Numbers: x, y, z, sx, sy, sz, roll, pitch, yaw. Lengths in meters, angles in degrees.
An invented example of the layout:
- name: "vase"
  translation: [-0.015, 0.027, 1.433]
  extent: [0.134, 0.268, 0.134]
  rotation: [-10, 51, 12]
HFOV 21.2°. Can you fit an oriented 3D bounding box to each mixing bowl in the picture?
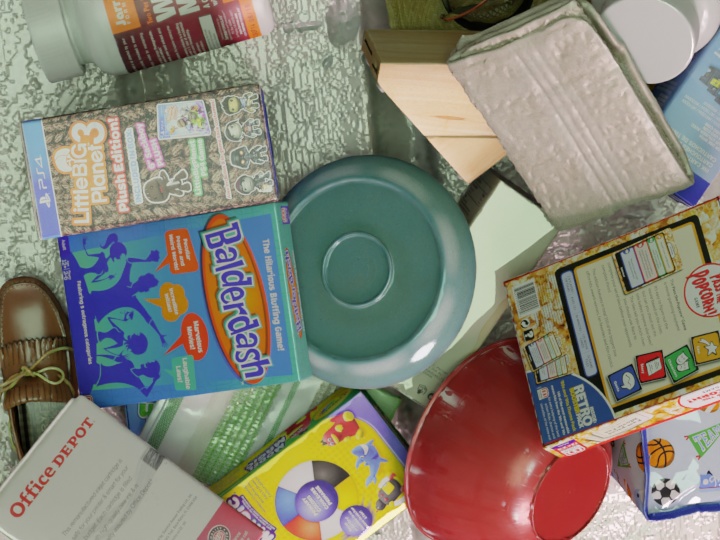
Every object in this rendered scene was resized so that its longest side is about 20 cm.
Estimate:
- name: "mixing bowl"
  translation: [0.146, 0.169, 1.664]
  extent: [0.199, 0.108, 0.202]
  rotation: [-20, 123, -35]

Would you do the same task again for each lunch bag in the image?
- name: "lunch bag"
  translation: [0.275, 0.095, 1.678]
  extent: [0.123, 0.170, 0.202]
  rotation: [-8, 99, -6]

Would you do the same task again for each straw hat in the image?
- name: "straw hat"
  translation: [0.104, -0.254, 1.644]
  extent: [0.199, 0.085, 0.202]
  rotation: [-8, 124, -11]

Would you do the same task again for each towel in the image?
- name: "towel"
  translation: [0.170, -0.126, 1.557]
  extent: [0.132, 0.035, 0.201]
  rotation: [-19, 121, 30]
- name: "towel"
  translation: [-0.081, 0.133, 1.704]
  extent: [0.199, 0.031, 0.150]
  rotation: [26, 101, -13]

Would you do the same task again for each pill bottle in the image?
- name: "pill bottle"
  translation: [0.252, -0.243, 1.591]
  extent: [0.110, 0.201, 0.112]
  rotation: [11, 132, 13]
- name: "pill bottle"
  translation: [-0.179, -0.228, 1.624]
  extent: [0.198, 0.110, 0.110]
  rotation: [-16, 101, -1]

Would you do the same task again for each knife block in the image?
- name: "knife block"
  translation: [0.123, -0.168, 1.614]
  extent: [0.175, 0.064, 0.200]
  rotation: [-38, 123, 10]

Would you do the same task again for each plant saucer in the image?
- name: "plant saucer"
  translation: [0.000, 0.000, 1.640]
  extent: [0.198, 0.027, 0.202]
  rotation: [-1, 86, 19]

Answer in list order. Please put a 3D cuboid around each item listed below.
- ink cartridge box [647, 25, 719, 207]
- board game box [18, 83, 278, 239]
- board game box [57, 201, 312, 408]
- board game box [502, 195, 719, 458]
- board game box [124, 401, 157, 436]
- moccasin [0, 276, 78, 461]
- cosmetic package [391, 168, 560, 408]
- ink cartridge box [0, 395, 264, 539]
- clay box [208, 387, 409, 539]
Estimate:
- name: "ink cartridge box"
  translation: [0.284, -0.135, 1.654]
  extent: [0.076, 0.136, 0.201]
  rotation: [32, 97, -6]
- name: "board game box"
  translation: [-0.173, -0.093, 1.619]
  extent: [0.198, 0.159, 0.098]
  rotation: [-9, 94, -1]
- name: "board game box"
  translation: [-0.150, 0.031, 1.638]
  extent: [0.198, 0.045, 0.154]
  rotation: [-9, 90, 13]
- name: "board game box"
  translation: [0.227, 0.047, 1.564]
  extent: [0.199, 0.046, 0.153]
  rotation: [-22, 64, 22]
- name: "board game box"
  translation: [-0.143, 0.052, 1.712]
  extent: [0.150, 0.037, 0.202]
  rotation: [-7, 100, -4]
- name: "moccasin"
  translation: [-0.286, 0.107, 1.693]
  extent: [0.073, 0.078, 0.203]
  rotation: [-1, 100, -3]
- name: "cosmetic package"
  translation: [0.088, 0.014, 1.687]
  extent: [0.073, 0.104, 0.201]
  rotation: [34, 98, -10]
- name: "ink cartridge box"
  translation: [-0.204, 0.225, 1.606]
  extent: [0.199, 0.083, 0.147]
  rotation: [36, 54, 0]
- name: "clay box"
  translation: [-0.047, 0.201, 1.686]
  extent: [0.200, 0.048, 0.115]
  rotation: [-38, 106, 3]
